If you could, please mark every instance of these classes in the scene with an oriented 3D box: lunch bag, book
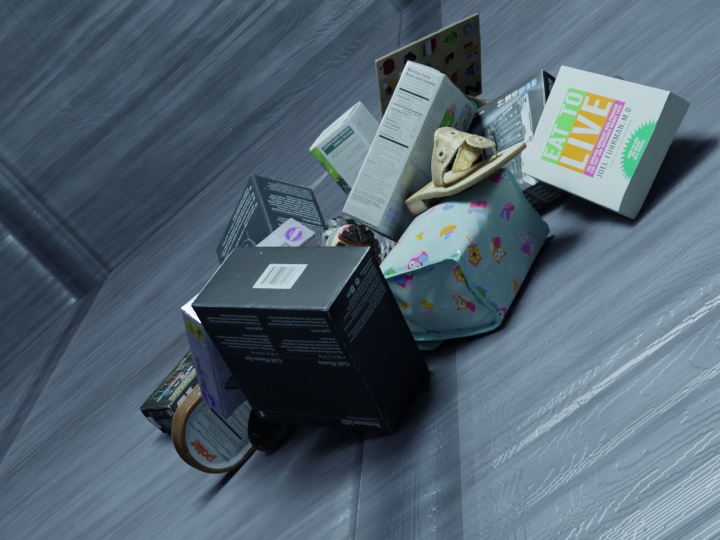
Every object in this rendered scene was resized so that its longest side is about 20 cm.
[{"bbox_3d":[0.095,-0.005,1.481,0.199,0.122,0.171,-20,28,44],"label":"lunch bag"},{"bbox_3d":[0.265,-0.143,1.418,0.135,0.048,0.200,-66,28,4],"label":"book"}]

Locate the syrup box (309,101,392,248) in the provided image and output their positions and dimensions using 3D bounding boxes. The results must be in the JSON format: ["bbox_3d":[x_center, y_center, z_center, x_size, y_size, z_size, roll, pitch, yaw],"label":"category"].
[{"bbox_3d":[0.027,-0.132,1.838,0.078,0.201,0.082,-35,12,26],"label":"syrup box"}]

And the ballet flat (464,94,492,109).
[{"bbox_3d":[0.165,-0.206,1.772,0.065,0.196,0.072,-100,19,-83],"label":"ballet flat"}]

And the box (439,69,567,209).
[{"bbox_3d":[0.175,-0.136,1.622,0.199,0.049,0.160,-27,50,42],"label":"box"}]

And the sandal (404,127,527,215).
[{"bbox_3d":[0.099,-0.126,1.463,0.077,0.070,0.211,-38,6,-31],"label":"sandal"}]

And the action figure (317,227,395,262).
[{"bbox_3d":[0.000,0.000,1.697,0.199,0.117,0.104,12,95,58],"label":"action figure"}]

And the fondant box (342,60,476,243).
[{"bbox_3d":[0.064,-0.138,1.594,0.202,0.058,0.144,-65,-23,0],"label":"fondant box"}]

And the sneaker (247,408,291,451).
[{"bbox_3d":[-0.069,0.137,1.638,0.104,0.060,0.202,-4,-60,-54],"label":"sneaker"}]

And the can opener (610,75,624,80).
[{"bbox_3d":[0.312,-0.199,1.528,0.053,0.067,0.201,-40,21,11],"label":"can opener"}]

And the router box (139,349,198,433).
[{"bbox_3d":[-0.244,0.163,2.024,0.201,0.062,0.149,-51,16,-23],"label":"router box"}]

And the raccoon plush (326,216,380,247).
[{"bbox_3d":[-0.050,0.010,1.891,0.134,0.096,0.201,-45,13,28],"label":"raccoon plush"}]

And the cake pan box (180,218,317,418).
[{"bbox_3d":[-0.123,0.057,1.584,0.200,0.052,0.186,-42,-30,-26],"label":"cake pan box"}]

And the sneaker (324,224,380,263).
[{"bbox_3d":[-0.014,0.045,1.577,0.082,0.077,0.204,-174,88,-68],"label":"sneaker"}]

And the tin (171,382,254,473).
[{"bbox_3d":[-0.160,0.175,1.682,0.200,0.112,0.042,-48,16,-14],"label":"tin"}]

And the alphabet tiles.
[{"bbox_3d":[0.099,-0.238,1.768,0.166,0.202,0.008,-27,48,-19],"label":"alphabet tiles"}]

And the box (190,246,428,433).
[{"bbox_3d":[-0.055,0.074,1.428,0.198,0.184,0.105,1,41,36],"label":"box"}]

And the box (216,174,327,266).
[{"bbox_3d":[-0.121,-0.015,1.870,0.149,0.106,0.201,-60,33,31],"label":"box"}]
